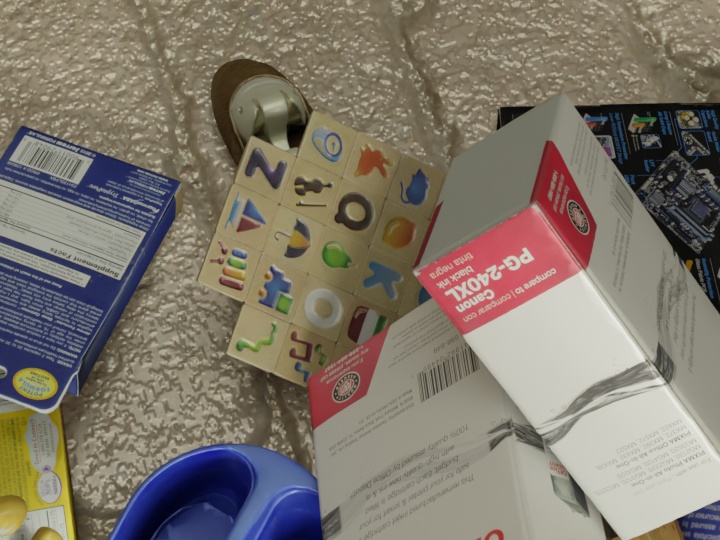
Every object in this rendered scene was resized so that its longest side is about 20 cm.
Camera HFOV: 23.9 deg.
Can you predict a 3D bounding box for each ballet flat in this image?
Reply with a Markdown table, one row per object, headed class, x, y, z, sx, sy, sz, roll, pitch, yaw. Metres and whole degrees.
| class | x | y | z | sx | sy | sz | roll | pitch | yaw |
| --- | --- | --- | --- | --- | --- | --- | --- | --- | --- |
| ballet flat | -0.049 | -0.072 | 1.132 | 0.067 | 0.072 | 0.201 | -17 | 68 | -7 |

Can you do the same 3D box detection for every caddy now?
| class | x | y | z | sx | sy | sz | roll | pitch | yaw |
| --- | --- | --- | --- | --- | --- | --- | --- | --- | --- |
| caddy | -0.089 | 0.201 | 0.995 | 0.141 | 0.105 | 0.201 | 25 | 68 | 10 |

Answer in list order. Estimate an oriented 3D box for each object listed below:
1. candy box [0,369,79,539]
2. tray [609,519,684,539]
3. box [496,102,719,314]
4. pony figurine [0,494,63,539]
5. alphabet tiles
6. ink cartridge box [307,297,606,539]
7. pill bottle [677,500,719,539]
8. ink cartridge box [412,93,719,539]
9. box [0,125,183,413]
| class | x | y | z | sx | sy | sz | roll | pitch | yaw |
| --- | --- | --- | --- | --- | --- | --- | --- | --- | --- |
| candy box | -0.234 | 0.123 | 1.068 | 0.101 | 0.026 | 0.201 | -10 | 67 | -3 |
| tray | 0.165 | 0.250 | 0.936 | 0.037 | 0.098 | 0.201 | 1 | 64 | -45 |
| box | 0.194 | -0.026 | 1.104 | 0.197 | 0.050 | 0.201 | -2 | 49 | -3 |
| pony figurine | -0.245 | 0.212 | 0.930 | 0.166 | 0.194 | 0.200 | 20 | 45 | 19 |
| alphabet tiles | 0.000 | 0.000 | 1.083 | 0.199 | 0.006 | 0.167 | 24 | 75 | -20 |
| ink cartridge box | 0.053 | 0.125 | 0.962 | 0.145 | 0.085 | 0.201 | -34 | 42 | 29 |
| pill bottle | 0.226 | 0.194 | 0.994 | 0.119 | 0.120 | 0.201 | 10 | 79 | 3 |
| ink cartridge box | 0.128 | 0.025 | 0.935 | 0.083 | 0.145 | 0.200 | -30 | 108 | 25 |
| box | -0.208 | 0.002 | 1.094 | 0.120 | 0.032 | 0.201 | 20 | 52 | 6 |
